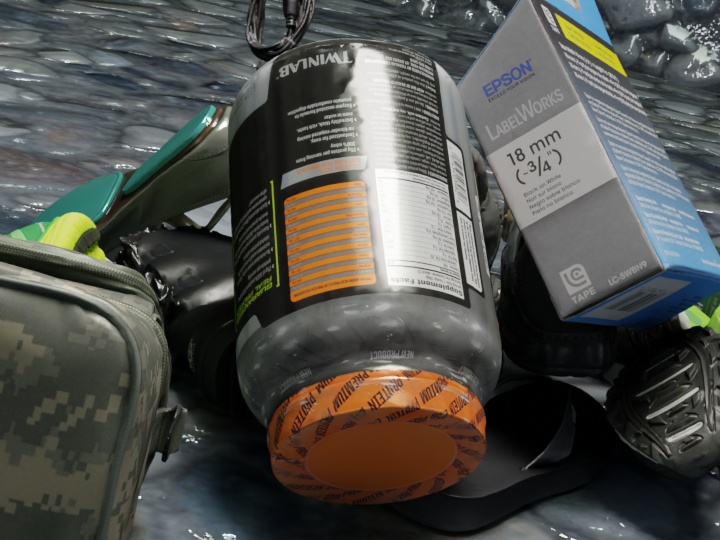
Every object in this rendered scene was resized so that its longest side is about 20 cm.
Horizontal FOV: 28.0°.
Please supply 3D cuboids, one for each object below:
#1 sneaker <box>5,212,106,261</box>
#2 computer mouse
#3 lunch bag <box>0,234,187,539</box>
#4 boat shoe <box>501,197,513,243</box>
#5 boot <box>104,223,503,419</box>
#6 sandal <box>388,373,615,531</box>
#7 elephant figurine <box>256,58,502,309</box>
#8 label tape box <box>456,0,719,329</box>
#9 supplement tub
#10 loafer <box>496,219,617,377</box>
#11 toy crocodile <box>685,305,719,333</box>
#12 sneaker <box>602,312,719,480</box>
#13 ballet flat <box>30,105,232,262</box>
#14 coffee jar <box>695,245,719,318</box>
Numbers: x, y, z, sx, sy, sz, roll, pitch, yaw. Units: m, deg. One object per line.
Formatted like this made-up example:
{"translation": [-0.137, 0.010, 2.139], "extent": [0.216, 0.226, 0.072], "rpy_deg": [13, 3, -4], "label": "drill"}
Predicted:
{"translation": [-0.193, 0.030, 0.726], "extent": [0.083, 0.074, 0.200], "rpy_deg": [-12, 14, 17], "label": "sneaker"}
{"translation": [-0.039, -0.104, 0.881], "extent": [0.058, 0.201, 0.034], "rpy_deg": [-12, -16, 7], "label": "computer mouse"}
{"translation": [-0.172, 0.049, 0.542], "extent": [0.199, 0.140, 0.168], "rpy_deg": [13, 0, -1], "label": "lunch bag"}
{"translation": [0.134, -0.021, 1.055], "extent": [0.072, 0.065, 0.200], "rpy_deg": [12, -18, 14], "label": "boat shoe"}
{"translation": [-0.038, 0.027, 0.824], "extent": [0.198, 0.074, 0.162], "rpy_deg": [0, 18, -31], "label": "boot"}
{"translation": [0.083, 0.087, 0.757], "extent": [0.076, 0.043, 0.200], "rpy_deg": [20, 18, 24], "label": "sandal"}
{"translation": [0.032, -0.045, 0.960], "extent": [0.199, 0.155, 0.142], "rpy_deg": [-4, 54, -13], "label": "elephant figurine"}
{"translation": [0.116, -0.071, 0.781], "extent": [0.144, 0.063, 0.200], "rpy_deg": [9, 55, -62], "label": "label tape box"}
{"translation": [0.000, 0.000, 0.683], "extent": [0.122, 0.123, 0.200], "rpy_deg": [7, 55, -18], "label": "supplement tub"}
{"translation": [0.113, 0.006, 0.853], "extent": [0.068, 0.071, 0.201], "rpy_deg": [3, 18, 0], "label": "loafer"}
{"translation": [0.194, 0.037, 0.926], "extent": [0.200, 0.068, 0.062], "rpy_deg": [38, 33, 25], "label": "toy crocodile"}
{"translation": [0.180, 0.075, 0.806], "extent": [0.074, 0.079, 0.200], "rpy_deg": [-30, 8, 9], "label": "sneaker"}
{"translation": [-0.133, -0.036, 0.893], "extent": [0.064, 0.200, 0.067], "rpy_deg": [46, 41, -22], "label": "ballet flat"}
{"translation": [0.284, 0.042, 0.989], "extent": [0.200, 0.086, 0.104], "rpy_deg": [20, 14, 27], "label": "coffee jar"}
